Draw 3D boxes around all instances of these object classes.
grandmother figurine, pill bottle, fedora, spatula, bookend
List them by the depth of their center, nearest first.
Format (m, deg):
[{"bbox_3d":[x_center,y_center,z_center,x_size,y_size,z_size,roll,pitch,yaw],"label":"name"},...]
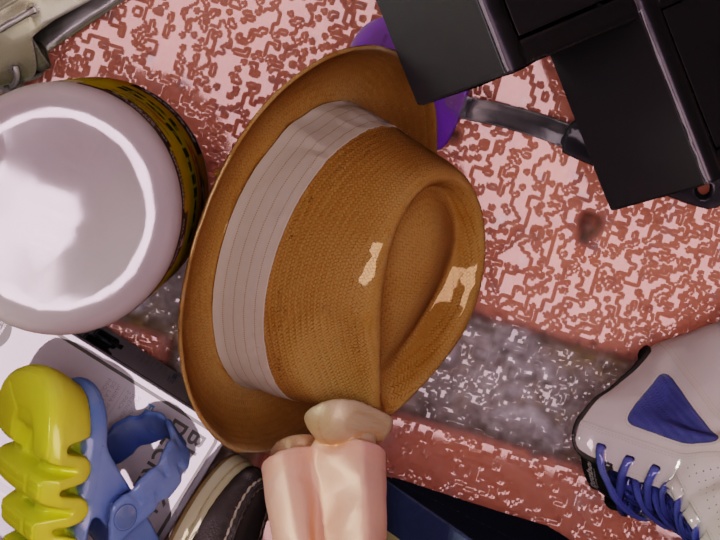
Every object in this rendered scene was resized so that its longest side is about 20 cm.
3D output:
[{"bbox_3d":[-0.011,0.167,1.228,0.060,0.121,0.201,5,61,-16],"label":"grandmother figurine"},{"bbox_3d":[0.110,-0.110,1.261,0.199,0.092,0.200,-24,94,-32],"label":"bookend"},{"bbox_3d":[-0.127,-0.034,1.263,0.109,0.200,0.110,0,95,1],"label":"pill bottle"},{"bbox_3d":[0.000,0.000,1.269,0.082,0.200,0.202,24,96,33],"label":"fedora"},{"bbox_3d":[0.086,-0.070,1.346,0.199,0.021,0.057,18,107,-3],"label":"spatula"}]

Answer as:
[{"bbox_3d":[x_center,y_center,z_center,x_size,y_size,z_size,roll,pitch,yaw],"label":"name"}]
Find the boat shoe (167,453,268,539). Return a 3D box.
[{"bbox_3d":[-0.073,0.188,1.294,0.065,0.073,0.201,19,91,18],"label":"boat shoe"}]

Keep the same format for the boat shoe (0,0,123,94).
[{"bbox_3d":[-0.174,-0.118,1.319,0.200,0.072,0.062,-39,84,1],"label":"boat shoe"}]

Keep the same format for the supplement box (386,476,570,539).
[{"bbox_3d":[0.064,0.234,1.268,0.134,0.200,0.201,20,97,-42],"label":"supplement box"}]

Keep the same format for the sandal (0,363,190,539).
[{"bbox_3d":[-0.126,0.141,1.284,0.087,0.079,0.201,-2,110,-34],"label":"sandal"}]

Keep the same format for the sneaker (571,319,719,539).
[{"bbox_3d":[0.163,0.106,1.308,0.115,0.200,0.081,-16,139,15],"label":"sneaker"}]

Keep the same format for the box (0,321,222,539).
[{"bbox_3d":[-0.172,0.069,1.342,0.199,0.060,0.117,33,95,-2],"label":"box"}]
